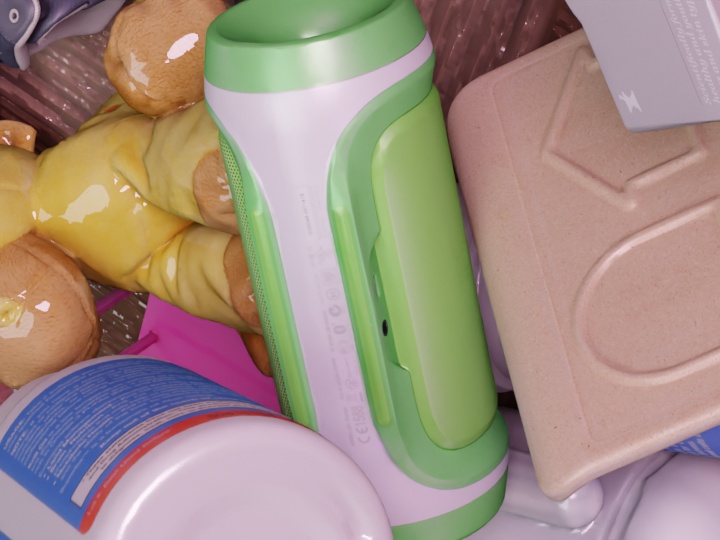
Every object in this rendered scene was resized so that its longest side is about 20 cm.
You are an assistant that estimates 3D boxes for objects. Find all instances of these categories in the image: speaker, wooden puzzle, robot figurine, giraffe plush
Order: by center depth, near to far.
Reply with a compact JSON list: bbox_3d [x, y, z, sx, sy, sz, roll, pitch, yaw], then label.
[{"bbox_3d":[0.135,-0.027,0.982,0.200,0.185,0.046,-28,137,17],"label":"wooden puzzle"},{"bbox_3d":[0.000,0.000,1.025,0.088,0.088,0.200,5,117,35],"label":"speaker"},{"bbox_3d":[-0.112,-0.021,1.139,0.200,0.162,0.173,54,166,51],"label":"giraffe plush"},{"bbox_3d":[0.091,0.119,1.141,0.200,0.113,0.170,9,157,33],"label":"robot figurine"}]

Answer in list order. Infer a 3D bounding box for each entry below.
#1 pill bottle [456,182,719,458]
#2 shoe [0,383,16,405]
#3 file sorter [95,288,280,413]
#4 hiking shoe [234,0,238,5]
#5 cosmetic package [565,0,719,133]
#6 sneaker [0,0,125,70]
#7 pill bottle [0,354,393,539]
[{"bbox_3d":[0.122,0.013,1.064,0.200,0.112,0.112,7,116,33],"label":"pill bottle"},{"bbox_3d":[-0.202,0.127,1.375,0.071,0.091,0.200,19,122,28],"label":"shoe"},{"bbox_3d":[-0.082,0.115,1.258,0.139,0.125,0.200,31,128,19],"label":"file sorter"},{"bbox_3d":[-0.017,-0.188,1.107,0.087,0.074,0.200,34,131,-17],"label":"hiking shoe"},{"bbox_3d":[0.160,-0.131,0.899,0.107,0.200,0.090,64,157,-10],"label":"cosmetic package"},{"bbox_3d":[-0.152,-0.178,1.182,0.146,0.077,0.202,40,140,27],"label":"sneaker"},{"bbox_3d":[-0.074,0.090,1.016,0.200,0.112,0.112,21,130,66],"label":"pill bottle"}]
